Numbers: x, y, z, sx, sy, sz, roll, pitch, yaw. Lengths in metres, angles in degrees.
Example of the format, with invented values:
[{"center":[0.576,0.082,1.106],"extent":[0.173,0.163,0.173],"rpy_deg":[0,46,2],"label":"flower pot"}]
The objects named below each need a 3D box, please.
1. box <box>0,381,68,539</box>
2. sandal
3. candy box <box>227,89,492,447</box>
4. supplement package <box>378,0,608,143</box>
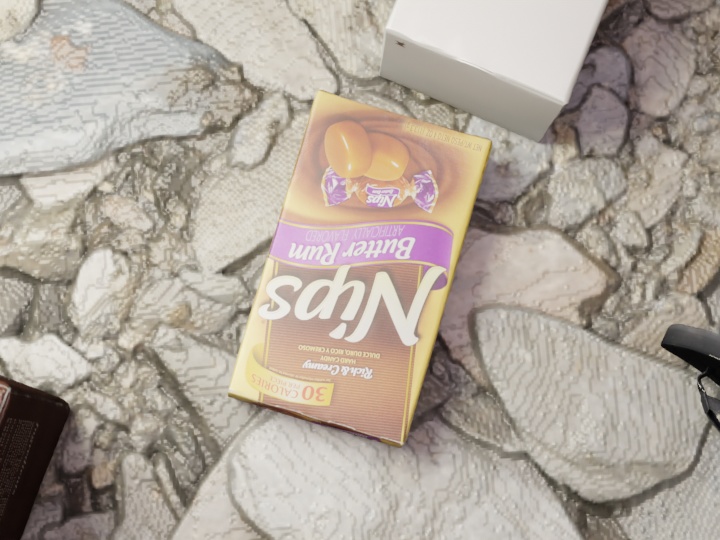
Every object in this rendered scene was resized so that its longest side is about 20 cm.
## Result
[{"center":[-0.284,0.120,0.974],"extent":[0.165,0.200,0.165],"rpy_deg":[19,83,2],"label":"box"},{"center":[0.264,0.105,1.051],"extent":[0.200,0.076,0.043],"rpy_deg":[41,82,4],"label":"sandal"},{"center":[0.000,0.000,1.074],"extent":[0.116,0.056,0.201],"rpy_deg":[16,84,1],"label":"candy box"},{"center":[0.103,-0.202,1.068],"extent":[0.121,0.120,0.201],"rpy_deg":[23,83,1],"label":"supplement package"}]
